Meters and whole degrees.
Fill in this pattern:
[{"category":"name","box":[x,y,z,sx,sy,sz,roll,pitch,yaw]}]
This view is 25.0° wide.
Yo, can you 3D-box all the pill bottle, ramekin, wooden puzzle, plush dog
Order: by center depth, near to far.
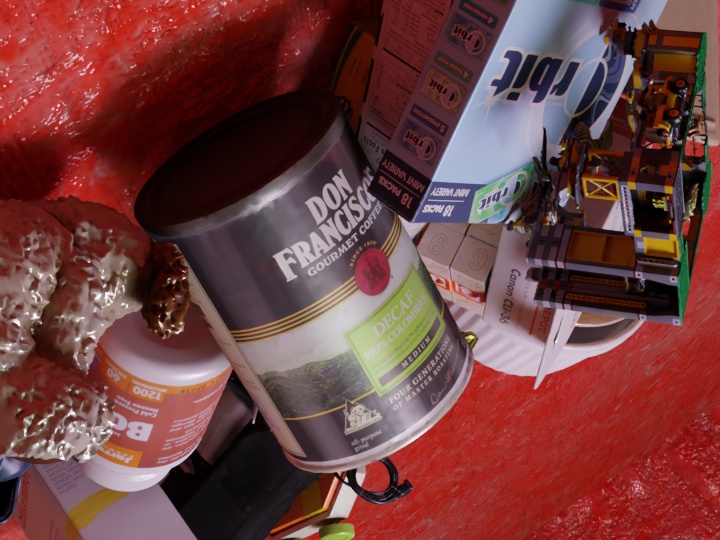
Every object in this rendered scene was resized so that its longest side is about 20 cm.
[{"category":"plush dog","box":[-0.195,0.004,0.938,0.171,0.199,0.162,-23,122,-58]},{"category":"wooden puzzle","box":[0.220,-0.189,1.171,0.037,0.187,0.200,-1,179,27]},{"category":"pill bottle","box":[-0.157,0.080,1.195,0.112,0.112,0.200,-23,156,-32]},{"category":"ramekin","box":[0.146,-0.006,1.394,0.199,0.201,0.105,-23,167,-32]}]

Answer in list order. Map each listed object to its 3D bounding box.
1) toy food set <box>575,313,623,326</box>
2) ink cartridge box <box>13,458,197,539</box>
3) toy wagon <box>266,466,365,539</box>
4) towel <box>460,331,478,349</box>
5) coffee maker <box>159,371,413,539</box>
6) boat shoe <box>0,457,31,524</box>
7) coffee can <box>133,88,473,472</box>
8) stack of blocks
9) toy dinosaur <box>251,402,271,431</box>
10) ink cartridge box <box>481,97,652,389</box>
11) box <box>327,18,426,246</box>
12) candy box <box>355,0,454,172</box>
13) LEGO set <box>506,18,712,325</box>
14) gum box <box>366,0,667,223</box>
[{"category":"toy food set","box":[0.174,-0.045,1.334,0.199,0.199,0.049,-20,166,-32]},{"category":"ink cartridge box","box":[-0.201,0.225,1.322,0.083,0.200,0.145,-28,159,-28]},{"category":"toy wagon","box":[-0.069,0.191,1.526,0.039,0.156,0.199,12,150,-39]},{"category":"towel","box":[0.010,0.074,1.181,0.086,0.018,0.200,-39,-166,-21]},{"category":"coffee maker","box":[-0.089,0.179,1.408,0.134,0.193,0.200,-8,146,-44]},{"category":"boat shoe","box":[-0.258,0.120,1.183,0.084,0.069,0.200,-27,158,-23]},{"category":"coffee can","box":[-0.033,0.007,1.043,0.146,0.201,0.147,-24,-155,12]},{"category":"stack of blocks","box":[0.111,-0.079,1.231,0.201,0.058,0.115,-62,166,-13]},{"category":"toy dinosaur","box":[-0.050,0.036,1.353,0.102,0.077,0.200,-41,-168,24]},{"category":"ink cartridge box","box":[0.148,-0.025,1.193,0.201,0.067,0.117,-58,164,-36]},{"category":"box","box":[0.022,-0.102,1.126,0.117,0.048,0.201,-14,135,-46]},{"category":"candy box","box":[0.076,-0.155,1.038,0.136,0.061,0.201,-22,138,-39]},{"category":"LEGO set","box":[0.152,-0.060,1.020,0.200,0.115,0.155,61,40,-61]},{"category":"gum box","box":[0.106,-0.125,1.006,0.169,0.044,0.201,-3,122,-53]}]
